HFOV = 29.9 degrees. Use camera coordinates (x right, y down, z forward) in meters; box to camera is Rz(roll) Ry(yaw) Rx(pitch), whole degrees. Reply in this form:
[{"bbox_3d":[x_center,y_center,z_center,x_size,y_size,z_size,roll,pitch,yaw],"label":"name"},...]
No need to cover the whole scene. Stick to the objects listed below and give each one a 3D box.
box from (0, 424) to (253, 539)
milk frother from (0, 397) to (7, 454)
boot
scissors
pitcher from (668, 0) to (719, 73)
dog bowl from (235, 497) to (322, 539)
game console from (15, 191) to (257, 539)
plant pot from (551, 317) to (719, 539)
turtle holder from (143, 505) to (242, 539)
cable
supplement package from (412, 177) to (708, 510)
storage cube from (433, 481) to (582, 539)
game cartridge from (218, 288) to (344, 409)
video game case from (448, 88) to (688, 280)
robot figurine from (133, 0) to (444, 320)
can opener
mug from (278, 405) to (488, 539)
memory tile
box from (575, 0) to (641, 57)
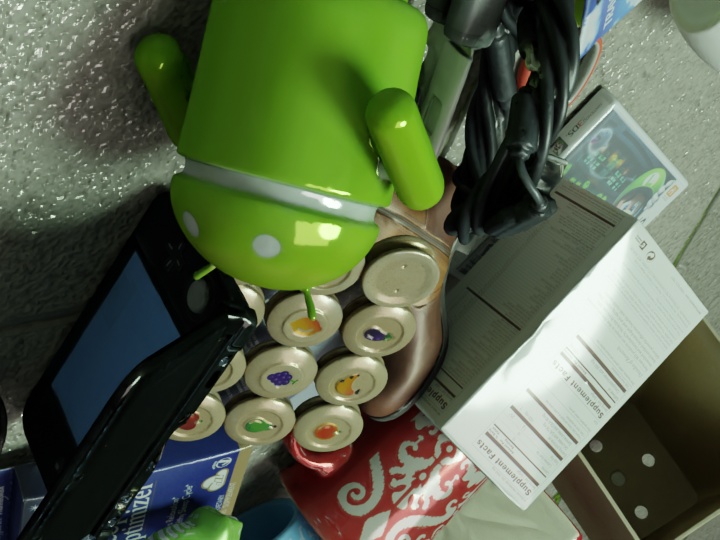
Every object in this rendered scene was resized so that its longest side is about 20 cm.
[{"bbox_3d":[-0.179,0.165,0.949,0.197,0.033,0.122,-9,144,-24],"label":"box"},{"bbox_3d":[-0.266,0.155,0.726,0.198,0.189,0.181,-31,149,-13],"label":"milk frother"},{"bbox_3d":[0.000,0.000,0.886,0.199,0.068,0.190,19,99,-56],"label":"boot"},{"bbox_3d":[0.118,-0.089,0.987,0.072,0.014,0.202,-15,140,-38],"label":"scissors"},{"bbox_3d":[0.307,-0.188,0.964,0.197,0.171,0.123,10,101,-27],"label":"pitcher"},{"bbox_3d":[-0.117,0.256,1.102,0.198,0.111,0.050,-31,106,-14],"label":"dog bowl"},{"bbox_3d":[-0.159,0.072,0.756,0.115,0.177,0.201,13,123,-45],"label":"game console"},{"bbox_3d":[0.282,0.182,1.357,0.198,0.201,0.178,-26,158,-20],"label":"plant pot"},{"bbox_3d":[-0.152,0.260,0.972,0.131,0.140,0.189,4,87,-42],"label":"turtle holder"},{"bbox_3d":[0.085,-0.100,0.823,0.050,0.166,0.200,3,174,-6],"label":"cable"},{"bbox_3d":[0.133,0.051,0.991,0.200,0.114,0.110,-46,121,-1],"label":"supplement package"},{"bbox_3d":[0.087,0.268,1.264,0.198,0.171,0.181,-29,148,-15],"label":"storage cube"},{"bbox_3d":[-0.076,0.052,0.945,0.132,0.041,0.201,-30,148,-9],"label":"game cartridge"},{"bbox_3d":[0.171,-0.042,1.097,0.182,0.023,0.199,-46,148,10],"label":"video game case"},{"bbox_3d":[-0.032,-0.082,0.701,0.115,0.173,0.203,6,99,-62],"label":"robot figurine"},{"bbox_3d":[0.046,-0.153,0.773,0.066,0.053,0.202,1,123,-28],"label":"can opener"},{"bbox_3d":[0.042,0.143,1.099,0.200,0.134,0.178,-42,152,-1],"label":"mug"},{"bbox_3d":[-0.044,0.048,0.862,0.151,0.017,0.201,8,132,-19],"label":"memory tile"},{"bbox_3d":[0.177,-0.229,0.794,0.200,0.047,0.123,-43,153,-25],"label":"box"}]
